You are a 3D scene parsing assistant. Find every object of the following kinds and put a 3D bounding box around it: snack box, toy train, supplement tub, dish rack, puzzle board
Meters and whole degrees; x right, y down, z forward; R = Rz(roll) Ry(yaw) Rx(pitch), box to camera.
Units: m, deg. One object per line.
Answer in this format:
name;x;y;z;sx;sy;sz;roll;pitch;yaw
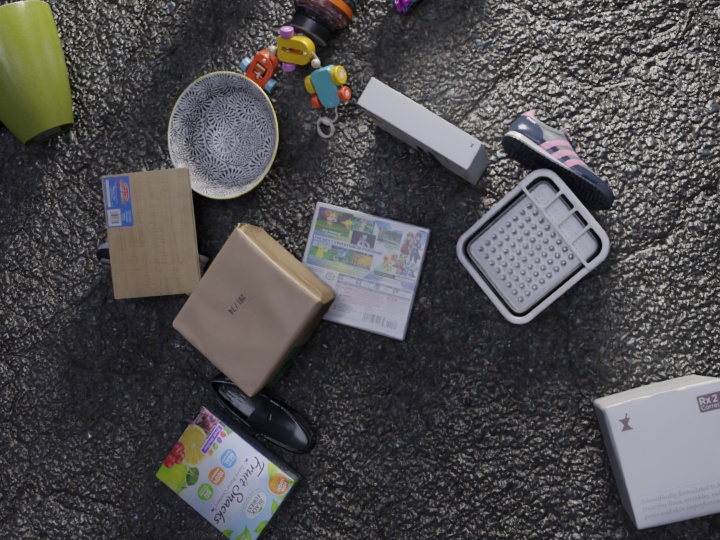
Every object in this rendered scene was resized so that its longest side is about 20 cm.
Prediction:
snack box;-0.215;0.335;1.443;0.199;0.053;0.143;36;94;12
toy train;-0.099;-0.321;1.468;0.199;0.056;0.151;37;134;5
supplement tub;-0.044;-0.474;1.448;0.106;0.107;0.203;25;91;12
dish rack;0.265;-0.036;1.371;0.199;0.043;0.172;-41;80;14
puzzle board;-0.340;-0.060;1.446;0.148;0.017;0.204;-4;95;8

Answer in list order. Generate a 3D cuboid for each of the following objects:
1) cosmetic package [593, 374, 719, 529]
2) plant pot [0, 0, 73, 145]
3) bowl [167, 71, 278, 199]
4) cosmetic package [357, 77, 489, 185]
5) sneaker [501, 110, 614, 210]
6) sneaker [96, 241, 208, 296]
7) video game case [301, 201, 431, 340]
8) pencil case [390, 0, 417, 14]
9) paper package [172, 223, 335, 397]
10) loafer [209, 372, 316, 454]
cosmetic package;0.433;0.247;1.243;0.162;0.200;0.168;-16;82;10
plant pot;-0.579;-0.326;1.523;0.185;0.187;0.203;-23;96;9
bowl;-0.209;-0.218;1.460;0.197;0.094;0.205;1;92;17
cosmetic package;0.101;-0.213;1.374;0.198;0.151;0.052;33;92;13
sneaker;0.319;-0.176;1.372;0.199;0.070;0.082;36;68;3
sneaker;-0.356;-0.004;1.490;0.196;0.074;0.082;9;89;12
video game case;0.000;0.000;1.443;0.197;0.022;0.186;14;88;13
pencil case;0.123;-0.503;1.426;0.199;0.085;0.093;-35;53;7
paper package;-0.167;0.063;1.415;0.190;0.103;0.201;40;102;12
loafer;-0.161;0.233;1.431;0.199;0.070;0.069;32;93;12
